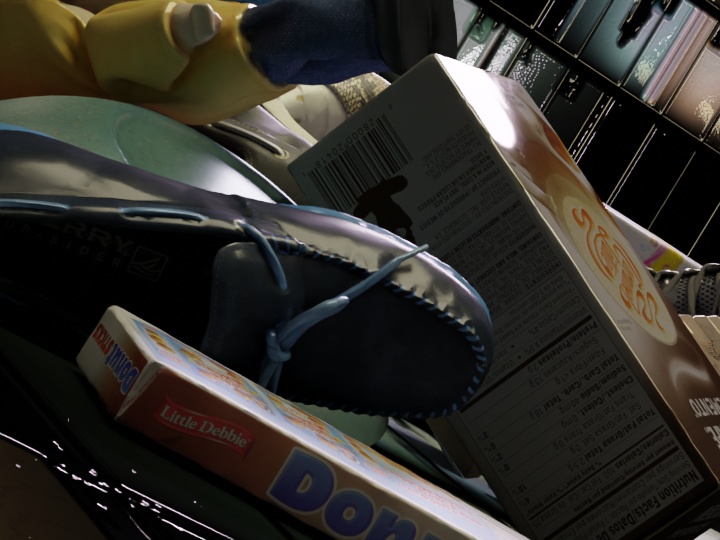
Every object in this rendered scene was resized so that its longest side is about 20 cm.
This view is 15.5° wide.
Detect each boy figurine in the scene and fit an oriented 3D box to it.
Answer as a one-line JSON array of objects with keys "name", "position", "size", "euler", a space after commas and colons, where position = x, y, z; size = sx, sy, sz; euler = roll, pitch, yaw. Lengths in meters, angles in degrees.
[{"name": "boy figurine", "position": [-0.061, -0.094, 1.086], "size": [0.199, 0.065, 0.124], "euler": [-3, -2, 23]}]

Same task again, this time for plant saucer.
[{"name": "plant saucer", "position": [-0.060, -0.012, 0.998], "size": [0.201, 0.039, 0.201], "euler": [35, 16, -12]}]

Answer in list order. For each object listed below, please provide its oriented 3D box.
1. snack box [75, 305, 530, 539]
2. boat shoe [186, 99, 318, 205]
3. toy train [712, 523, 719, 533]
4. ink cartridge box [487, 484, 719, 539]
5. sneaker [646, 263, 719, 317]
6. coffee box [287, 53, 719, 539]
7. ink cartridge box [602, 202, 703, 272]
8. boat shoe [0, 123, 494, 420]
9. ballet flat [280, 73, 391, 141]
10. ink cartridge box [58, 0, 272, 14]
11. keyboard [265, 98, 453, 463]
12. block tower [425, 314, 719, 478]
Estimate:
[{"name": "snack box", "position": [0.006, 0.074, 0.833], "size": [0.200, 0.024, 0.072], "euler": [31, 4, -20]}, {"name": "boat shoe", "position": [-0.034, -0.022, 1.156], "size": [0.200, 0.072, 0.068], "euler": [39, 42, 15]}, {"name": "toy train", "position": [0.113, 0.082, 1.357], "size": [0.200, 0.085, 0.114], "euler": [29, -9, -4]}, {"name": "ink cartridge box", "position": [0.182, 0.153, 1.191], "size": [0.196, 0.043, 0.200], "euler": [28, 6, -44]}, {"name": "sneaker", "position": [0.159, 0.021, 1.344], "size": [0.115, 0.075, 0.200], "euler": [30, -30, -23]}, {"name": "coffee box", "position": [0.071, 0.021, 1.046], "size": [0.200, 0.080, 0.114], "euler": [57, 17, 13]}, {"name": "ink cartridge box", "position": [0.114, 0.025, 1.602], "size": [0.200, 0.146, 0.147], "euler": [31, 3, -21]}, {"name": "boat shoe", "position": [-0.052, 0.016, 0.874], "size": [0.199, 0.084, 0.069], "euler": [13, 22, -9]}, {"name": "ballet flat", "position": [-0.068, -0.093, 1.325], "size": [0.200, 0.068, 0.075], "euler": [26, 25, 0]}, {"name": "ink cartridge box", "position": [-0.139, -0.143, 1.198], "size": [0.199, 0.084, 0.145], "euler": [0, -15, -21]}, {"name": "keyboard", "position": [0.000, 0.000, 1.221], "size": [0.200, 0.011, 0.056], "euler": [63, 2, -8]}, {"name": "block tower", "position": [0.120, 0.057, 1.228], "size": [0.200, 0.054, 0.058], "euler": [-1, 45, -42]}]
